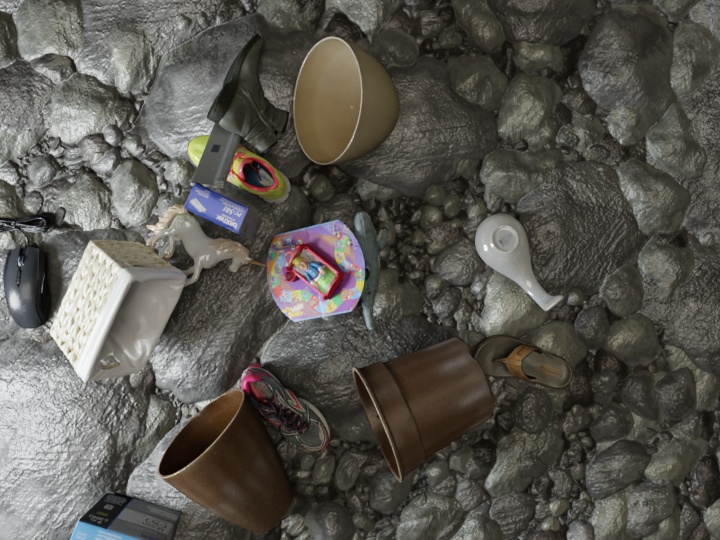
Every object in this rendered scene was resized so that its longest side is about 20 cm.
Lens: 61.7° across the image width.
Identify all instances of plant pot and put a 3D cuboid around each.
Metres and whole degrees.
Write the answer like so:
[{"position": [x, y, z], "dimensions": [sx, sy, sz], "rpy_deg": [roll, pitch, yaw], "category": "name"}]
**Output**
[{"position": [-0.209, 0.345, 1.030], "dimensions": [0.186, 0.187, 0.202], "rpy_deg": [-38, 106, -2], "category": "plant pot"}, {"position": [-0.009, -0.282, 1.039], "dimensions": [0.132, 0.198, 0.206], "rpy_deg": [-3, 90, -38], "category": "plant pot"}, {"position": [0.111, 0.221, 1.038], "dimensions": [0.194, 0.200, 0.204], "rpy_deg": [-23, 91, -11], "category": "plant pot"}]

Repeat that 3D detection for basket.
[{"position": [-0.406, 0.060, 1.000], "dimensions": [0.122, 0.135, 0.203], "rpy_deg": [34, 103, 21], "category": "basket"}]

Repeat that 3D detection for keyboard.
[{"position": [-0.240, -0.207, 1.032], "dimensions": [0.055, 0.011, 0.203], "rpy_deg": [1, 45, 3], "category": "keyboard"}]

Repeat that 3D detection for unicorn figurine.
[{"position": [-0.286, -0.035, 1.065], "dimensions": [0.137, 0.074, 0.201], "rpy_deg": [-41, 95, 2], "category": "unicorn figurine"}]

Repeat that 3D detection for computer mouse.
[{"position": [-0.621, 0.000, 1.061], "dimensions": [0.136, 0.046, 0.206], "rpy_deg": [3, 90, -4], "category": "computer mouse"}]

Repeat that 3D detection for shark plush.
[{"position": [0.000, 0.000, 1.076], "dimensions": [0.088, 0.083, 0.206], "rpy_deg": [8, 90, -3], "category": "shark plush"}]

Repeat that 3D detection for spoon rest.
[{"position": [0.290, -0.014, 1.112], "dimensions": [0.098, 0.061, 0.202], "rpy_deg": [-34, 79, -3], "category": "spoon rest"}]

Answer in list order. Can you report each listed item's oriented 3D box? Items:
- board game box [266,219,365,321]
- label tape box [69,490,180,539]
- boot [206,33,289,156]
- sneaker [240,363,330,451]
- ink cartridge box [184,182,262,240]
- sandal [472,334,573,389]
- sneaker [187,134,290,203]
[{"position": [-0.088, 0.004, 1.053], "dimensions": [0.195, 0.039, 0.162], "rpy_deg": [-11, 89, 23], "category": "board game box"}, {"position": [-0.394, 0.447, 0.996], "dimensions": [0.140, 0.200, 0.068], "rpy_deg": [18, 87, -3], "category": "label tape box"}, {"position": [-0.182, -0.308, 1.074], "dimensions": [0.129, 0.067, 0.204], "rpy_deg": [30, 64, -25], "category": "boot"}, {"position": [-0.139, 0.254, 1.073], "dimensions": [0.199, 0.075, 0.081], "rpy_deg": [40, 88, -3], "category": "sneaker"}, {"position": [-0.223, -0.093, 1.005], "dimensions": [0.092, 0.200, 0.045], "rpy_deg": [24, 87, -2], "category": "ink cartridge box"}, {"position": [0.303, 0.174, 1.106], "dimensions": [0.195, 0.055, 0.084], "rpy_deg": [19, 89, -3], "category": "sandal"}, {"position": [-0.215, -0.188, 1.061], "dimensions": [0.196, 0.090, 0.080], "rpy_deg": [23, 90, -1], "category": "sneaker"}]
